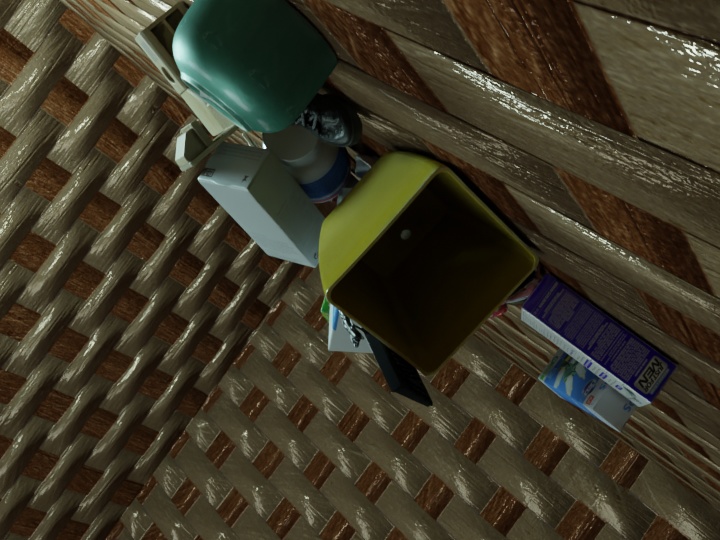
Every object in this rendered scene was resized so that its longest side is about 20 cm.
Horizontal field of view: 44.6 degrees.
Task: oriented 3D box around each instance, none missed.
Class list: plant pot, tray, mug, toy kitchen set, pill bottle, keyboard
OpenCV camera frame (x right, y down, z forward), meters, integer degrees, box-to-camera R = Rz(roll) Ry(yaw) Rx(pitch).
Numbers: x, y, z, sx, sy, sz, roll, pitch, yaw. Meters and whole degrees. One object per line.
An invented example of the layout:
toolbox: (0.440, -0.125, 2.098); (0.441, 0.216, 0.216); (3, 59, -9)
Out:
plant pot: (0.062, -0.031, 1.087); (0.199, 0.200, 0.177); (38, -171, -32)
tray: (0.040, -0.134, 1.335); (0.107, 0.022, 0.200); (37, 178, 1)
mug: (-0.107, -0.206, 0.907); (0.185, 0.115, 0.152); (40, 177, -42)
toy kitchen set: (-0.232, -0.256, 1.181); (0.181, 0.163, 0.199); (51, 163, -16)
pill bottle: (-0.080, -0.172, 1.275); (0.112, 0.113, 0.200); (37, 178, 10)
keyboard: (0.019, 0.076, 1.080); (0.126, 0.021, 0.201); (29, -157, -39)

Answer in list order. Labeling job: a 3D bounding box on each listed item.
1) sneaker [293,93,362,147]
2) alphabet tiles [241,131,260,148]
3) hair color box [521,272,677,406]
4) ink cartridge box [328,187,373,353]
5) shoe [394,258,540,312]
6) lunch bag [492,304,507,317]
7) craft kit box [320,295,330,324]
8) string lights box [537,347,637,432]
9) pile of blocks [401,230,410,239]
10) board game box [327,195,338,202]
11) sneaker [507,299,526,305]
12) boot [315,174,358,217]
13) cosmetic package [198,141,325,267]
sneaker: (-0.099, -0.201, 1.051); (0.199, 0.060, 0.104); (40, -140, 23)
alphabet tiles: (-0.121, -0.135, 1.393); (0.168, 0.008, 0.200); (56, -177, 32)
hair color box: (0.308, 0.093, 1.152); (0.199, 0.065, 0.109); (39, 178, 15)
ink cartridge box: (0.000, 0.000, 1.302); (0.083, 0.202, 0.145); (4, 149, -5)
shoe: (0.139, 0.022, 1.158); (0.091, 0.197, 0.073); (69, -171, -79)
lunch bag: (0.146, 0.027, 1.383); (0.174, 0.083, 0.199); (-9, 159, 31)
craft kit box: (0.043, 0.095, 1.455); (0.195, 0.049, 0.200); (13, 168, 8)
string lights box: (0.348, 0.157, 1.296); (0.059, 0.103, 0.200); (37, 178, -11)
pile of blocks: (0.102, -0.068, 1.373); (0.200, 0.081, 0.063); (156, 96, -79)
board game box: (-0.006, -0.118, 1.464); (0.101, 0.020, 0.200); (12, -174, 6)
sneaker: (0.155, -0.010, 1.259); (0.199, 0.071, 0.076); (36, 166, 1)
boot: (-0.122, -0.134, 1.569); (0.188, 0.200, 0.069); (37, -172, -45)
cosmetic package: (-0.129, -0.091, 1.244); (0.101, 0.075, 0.200); (14, 155, 34)
